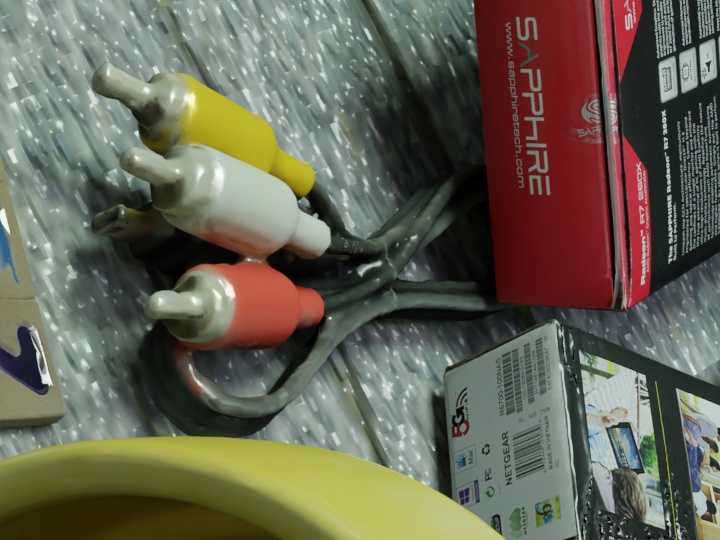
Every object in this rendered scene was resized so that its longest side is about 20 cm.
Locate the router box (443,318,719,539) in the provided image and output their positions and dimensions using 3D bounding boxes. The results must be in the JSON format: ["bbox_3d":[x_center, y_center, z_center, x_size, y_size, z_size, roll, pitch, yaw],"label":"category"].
[{"bbox_3d":[0.097,0.130,0.835,0.149,0.051,0.201,22,54,-40],"label":"router box"}]

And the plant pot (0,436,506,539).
[{"bbox_3d":[-0.005,0.137,0.628,0.189,0.200,0.202,5,64,-61],"label":"plant pot"}]

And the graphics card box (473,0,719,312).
[{"bbox_3d":[0.102,-0.072,0.907,0.200,0.051,0.126,-27,115,-55],"label":"graphics card box"}]

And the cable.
[{"bbox_3d":[0.000,0.000,0.807,0.199,0.050,0.098,6,66,-45],"label":"cable"}]

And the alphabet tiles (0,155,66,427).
[{"bbox_3d":[-0.143,0.009,0.685,0.167,0.008,0.201,-1,70,-47],"label":"alphabet tiles"}]
